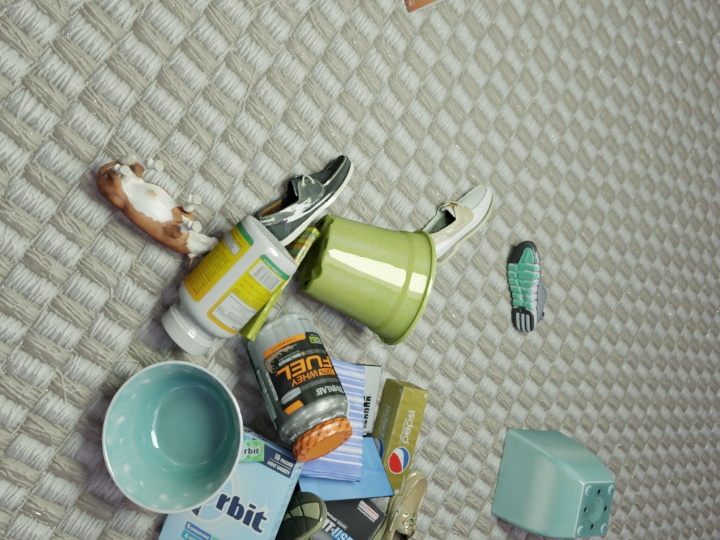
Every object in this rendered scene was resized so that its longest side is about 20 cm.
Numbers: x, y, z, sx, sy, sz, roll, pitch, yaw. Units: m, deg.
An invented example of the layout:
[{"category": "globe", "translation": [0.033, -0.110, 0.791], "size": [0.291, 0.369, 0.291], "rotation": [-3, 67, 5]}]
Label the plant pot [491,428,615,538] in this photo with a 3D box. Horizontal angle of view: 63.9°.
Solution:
[{"category": "plant pot", "translation": [0.442, 0.485, 1.280], "size": [0.192, 0.198, 0.203], "rotation": [11, 90, -32]}]

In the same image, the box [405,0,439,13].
[{"category": "box", "translation": [0.153, -0.550, 0.973], "size": [0.105, 0.198, 0.156], "rotation": [-30, 111, -25]}]

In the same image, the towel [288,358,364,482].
[{"category": "towel", "translation": [-0.052, 0.248, 0.986], "size": [0.142, 0.024, 0.206], "rotation": [19, 59, -29]}]

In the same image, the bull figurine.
[{"category": "bull figurine", "translation": [-0.279, -0.083, 0.817], "size": [0.198, 0.120, 0.066], "rotation": [37, 54, -24]}]

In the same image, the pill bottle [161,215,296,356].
[{"category": "pill bottle", "translation": [-0.198, 0.027, 0.860], "size": [0.200, 0.113, 0.113], "rotation": [-46, 117, 1]}]

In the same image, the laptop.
[{"category": "laptop", "translation": [-0.026, 0.276, 1.013], "size": [0.183, 0.115, 0.207], "rotation": [10, 91, -32]}]

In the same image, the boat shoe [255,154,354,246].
[{"category": "boat shoe", "translation": [-0.087, -0.128, 0.950], "size": [0.200, 0.071, 0.068], "rotation": [-45, 120, -17]}]

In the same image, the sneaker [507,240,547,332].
[{"category": "sneaker", "translation": [0.372, 0.027, 1.266], "size": [0.086, 0.073, 0.207], "rotation": [-22, 117, -41]}]

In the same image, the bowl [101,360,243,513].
[{"category": "bowl", "translation": [-0.259, 0.234, 0.844], "size": [0.194, 0.105, 0.208], "rotation": [0, 84, 0]}]

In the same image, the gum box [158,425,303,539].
[{"category": "gum box", "translation": [-0.199, 0.353, 0.894], "size": [0.205, 0.166, 0.045], "rotation": [-67, 164, -7]}]

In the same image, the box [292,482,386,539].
[{"category": "box", "translation": [-0.075, 0.468, 1.046], "size": [0.199, 0.049, 0.201], "rotation": [-49, 117, -16]}]

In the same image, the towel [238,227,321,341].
[{"category": "towel", "translation": [-0.136, 0.017, 0.930], "size": [0.018, 0.085, 0.203], "rotation": [36, 77, -25]}]

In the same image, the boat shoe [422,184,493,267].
[{"category": "boat shoe", "translation": [0.187, -0.100, 1.122], "size": [0.201, 0.074, 0.069], "rotation": [-50, 123, -16]}]

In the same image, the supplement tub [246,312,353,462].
[{"category": "supplement tub", "translation": [-0.093, 0.181, 0.901], "size": [0.120, 0.124, 0.203], "rotation": [-13, 60, -29]}]

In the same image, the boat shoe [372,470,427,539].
[{"category": "boat shoe", "translation": [0.084, 0.498, 1.137], "size": [0.072, 0.064, 0.203], "rotation": [38, 76, -29]}]

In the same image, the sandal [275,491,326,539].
[{"category": "sandal", "translation": [-0.111, 0.420, 0.912], "size": [0.056, 0.081, 0.202], "rotation": [29, 120, -22]}]

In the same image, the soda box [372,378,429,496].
[{"category": "soda box", "translation": [0.065, 0.317, 1.104], "size": [0.066, 0.063, 0.206], "rotation": [16, 87, -31]}]

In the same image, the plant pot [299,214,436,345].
[{"category": "plant pot", "translation": [0.000, 0.000, 0.968], "size": [0.180, 0.200, 0.206], "rotation": [19, 86, -20]}]
